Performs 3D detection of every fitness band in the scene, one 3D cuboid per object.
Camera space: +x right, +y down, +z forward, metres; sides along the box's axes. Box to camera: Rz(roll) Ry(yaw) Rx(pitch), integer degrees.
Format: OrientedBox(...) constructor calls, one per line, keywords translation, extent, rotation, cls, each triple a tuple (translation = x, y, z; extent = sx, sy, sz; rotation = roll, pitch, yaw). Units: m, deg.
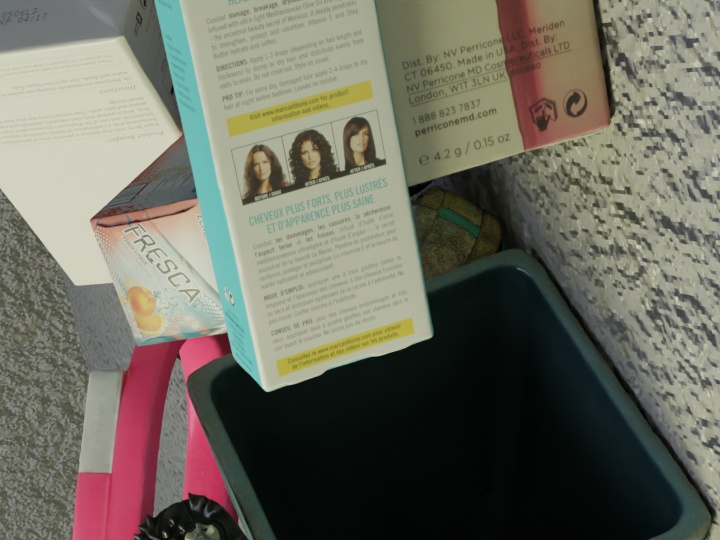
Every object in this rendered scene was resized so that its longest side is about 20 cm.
OrientedBox(translation=(-0.098, 0.115, 0.864), extent=(0.144, 0.037, 0.201), rotation=(40, -127, -68), cls="fitness band")

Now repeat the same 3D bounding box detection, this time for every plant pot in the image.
OrientedBox(translation=(0.042, 0.148, 0.877), extent=(0.201, 0.195, 0.196), rotation=(85, 161, -49), cls="plant pot")

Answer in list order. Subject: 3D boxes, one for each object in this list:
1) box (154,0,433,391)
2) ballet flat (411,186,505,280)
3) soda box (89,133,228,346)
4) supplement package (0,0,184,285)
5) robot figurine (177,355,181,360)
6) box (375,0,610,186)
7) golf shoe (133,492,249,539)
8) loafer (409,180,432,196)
OrientedBox(translation=(-0.030, -0.058, 0.706), extent=(0.049, 0.082, 0.201), rotation=(-146, 43, -64), cls="box")
OrientedBox(translation=(0.000, 0.000, 0.967), extent=(0.200, 0.070, 0.071), rotation=(-26, 80, 50), cls="ballet flat")
OrientedBox(translation=(-0.055, -0.040, 0.832), extent=(0.200, 0.063, 0.069), rotation=(-54, -50, -57), cls="soda box")
OrientedBox(translation=(-0.132, -0.097, 0.911), extent=(0.200, 0.120, 0.120), rotation=(63, -153, -52), cls="supplement package")
OrientedBox(translation=(-0.068, -0.012, 1.142), extent=(0.199, 0.150, 0.125), rotation=(24, 142, 40), cls="robot figurine")
OrientedBox(translation=(0.026, -0.154, 0.764), extent=(0.128, 0.108, 0.201), rotation=(-150, 46, -66), cls="box")
OrientedBox(translation=(-0.054, 0.203, 0.774), extent=(0.088, 0.077, 0.201), rotation=(44, -155, -71), cls="golf shoe")
OrientedBox(translation=(0.011, -0.133, 0.926), extent=(0.071, 0.073, 0.201), rotation=(14, 125, 62), cls="loafer")
